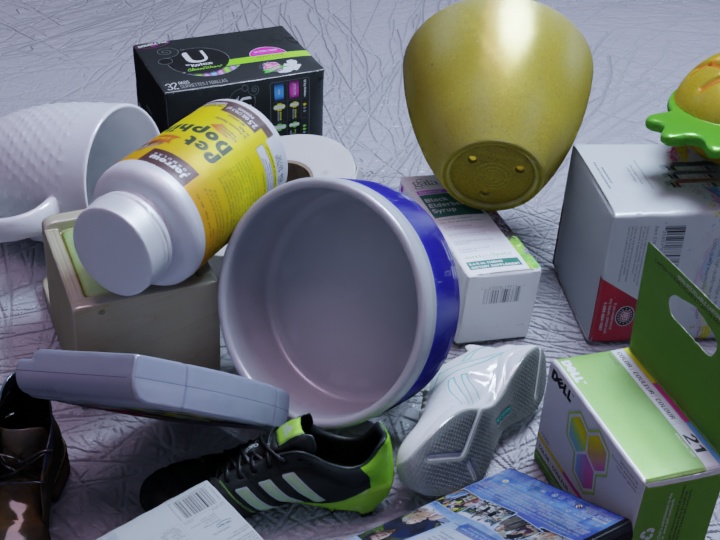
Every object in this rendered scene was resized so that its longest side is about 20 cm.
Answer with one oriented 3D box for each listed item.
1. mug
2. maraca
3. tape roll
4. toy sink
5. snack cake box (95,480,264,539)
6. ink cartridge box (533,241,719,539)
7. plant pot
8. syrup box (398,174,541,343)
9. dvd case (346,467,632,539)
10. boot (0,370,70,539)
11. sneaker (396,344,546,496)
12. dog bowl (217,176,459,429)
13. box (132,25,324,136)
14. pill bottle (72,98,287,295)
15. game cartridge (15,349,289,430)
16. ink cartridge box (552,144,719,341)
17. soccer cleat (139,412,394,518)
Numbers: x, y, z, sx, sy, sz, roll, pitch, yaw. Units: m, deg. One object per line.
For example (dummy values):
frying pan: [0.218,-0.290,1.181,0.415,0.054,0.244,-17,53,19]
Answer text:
mug: [-0.321,-0.087,1.121,0.172,0.150,0.201,5,33,23]
maraca: [0.352,-0.147,1.037,0.136,0.109,0.199,19,34,35]
tape roll: [-0.093,-0.070,1.156,0.199,0.037,0.205,-12,39,10]
toy sink: [-0.219,0.009,1.013,0.128,0.114,0.200,-10,35,-21]
snack cake box: [-0.149,0.235,0.717,0.198,0.068,0.115,-23,43,-34]
ink cartridge box: [0.205,0.104,0.824,0.074,0.203,0.148,-8,34,-17]
plant pot: [0.133,-0.147,1.095,0.196,0.202,0.144,6,54,4]
syrup box: [0.102,-0.018,1.112,0.077,0.083,0.201,-4,34,-17]
dvd case: [0.076,0.200,0.787,0.197,0.018,0.142,-17,15,-28]
boot: [-0.256,0.162,0.790,0.073,0.098,0.201,-1,33,-5]
sneaker: [0.081,0.122,0.922,0.079,0.072,0.199,8,27,36]
dog bowl: [-0.019,0.025,0.918,0.197,0.204,0.078,20,13,25]
box: [-0.159,-0.202,1.332,0.197,0.126,0.149,-13,37,-22]
pill bottle: [-0.151,-0.061,0.931,0.107,0.111,0.200,17,36,20]
game cartridge: [-0.144,0.093,0.834,0.131,0.042,0.199,-4,-15,29]
ink cartridge box: [0.312,-0.030,1.089,0.196,0.148,0.146,0,33,-7]
soccer cleat: [-0.071,0.149,0.840,0.196,0.082,0.068,-3,33,-9]
